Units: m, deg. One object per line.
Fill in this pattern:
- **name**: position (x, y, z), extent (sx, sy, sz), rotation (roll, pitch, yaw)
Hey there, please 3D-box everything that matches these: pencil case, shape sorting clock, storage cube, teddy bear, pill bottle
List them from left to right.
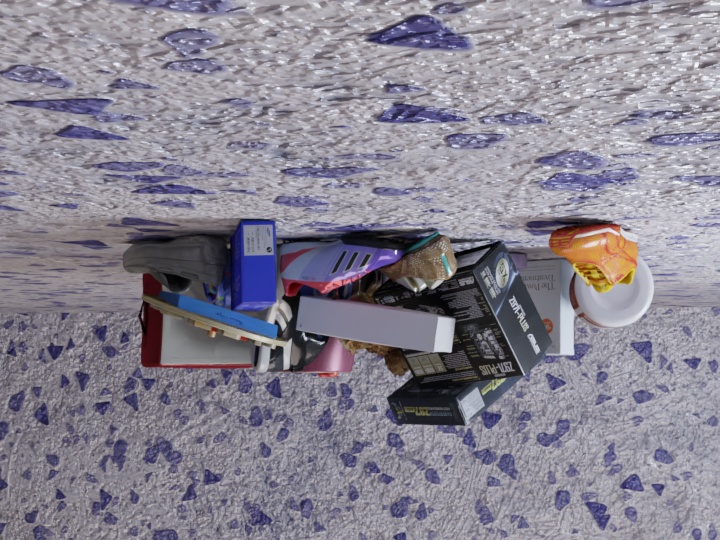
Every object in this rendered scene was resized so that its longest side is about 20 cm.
- **storage cube**: position (-0.247, 0.067, 1.675), extent (0.197, 0.174, 0.179), rotation (2, 174, -19)
- **shape sorting clock**: position (-0.191, 0.067, 1.382), extent (0.197, 0.040, 0.200), rotation (17, 174, 2)
- **pencil case**: position (-0.138, 0.017, 1.583), extent (0.197, 0.088, 0.078), rotation (3, 178, -24)
- **teddy bear**: position (0.032, 0.091, 1.594), extent (0.198, 0.067, 0.146), rotation (27, -157, -24)
- **pill bottle**: position (0.367, 0.029, 1.569), extent (0.110, 0.114, 0.200), rotation (-1, 176, 7)

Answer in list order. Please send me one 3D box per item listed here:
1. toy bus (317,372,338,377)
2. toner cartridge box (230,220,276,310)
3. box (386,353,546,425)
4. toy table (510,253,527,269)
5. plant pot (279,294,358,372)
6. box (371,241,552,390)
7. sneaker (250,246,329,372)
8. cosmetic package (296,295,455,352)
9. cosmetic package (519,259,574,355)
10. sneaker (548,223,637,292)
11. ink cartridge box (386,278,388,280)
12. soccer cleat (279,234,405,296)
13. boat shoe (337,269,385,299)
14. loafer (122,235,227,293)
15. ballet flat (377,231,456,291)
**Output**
- **toy bus**: position (-0.087, 0.101, 1.976), extent (0.134, 0.195, 0.199), rotation (2, 177, -38)
- **toner cartridge box**: position (-0.133, -0.002, 1.290), extent (0.042, 0.097, 0.200), rotation (1, 176, -10)
- **box**: position (0.158, 0.159, 1.574), extent (0.199, 0.052, 0.157), rotation (-33, -164, -36)
- **toy table**: position (0.169, 0.038, 1.647), extent (0.182, 0.119, 0.198), rotation (4, 173, -42)
- **plant pot**: position (-0.077, 0.079, 1.768), extent (0.196, 0.182, 0.200), rotation (0, 176, 0)
- **box**: position (0.139, 0.067, 1.469), extent (0.199, 0.165, 0.086), rotation (-16, -163, 46)
- **sneaker**: position (-0.092, 0.055, 1.537), extent (0.110, 0.202, 0.073), rotation (0, -149, -25)
- **cosmetic package**: position (0.021, 0.071, 1.412), extent (0.197, 0.052, 0.082), rotation (8, -179, 22)
- **cosmetic package**: position (0.255, 0.064, 1.743), extent (0.198, 0.154, 0.051), rotation (-5, 174, 40)
- **sneaker**: position (0.283, -0.015, 1.249), extent (0.072, 0.079, 0.199), rotation (-1, 174, 37)
- **ink cartridge box**: position (0.108, 0.050, 1.789), extent (0.067, 0.118, 0.198), rotation (2, 174, -42)
- **soccer cleat**: position (-0.025, -0.006, 1.366), extent (0.198, 0.075, 0.068), rotation (-3, 174, 37)
- **boat shoe**: position (0.000, 0.000, 1.536), extent (0.071, 0.074, 0.200), rotation (-5, -175, -1)
- **loafer**: position (-0.251, -0.005, 1.404), extent (0.069, 0.071, 0.198), rotation (4, 174, -44)
- **ballet flat**: position (0.072, -0.003, 1.376), extent (0.070, 0.066, 0.200), rotation (-31, -176, -13)
